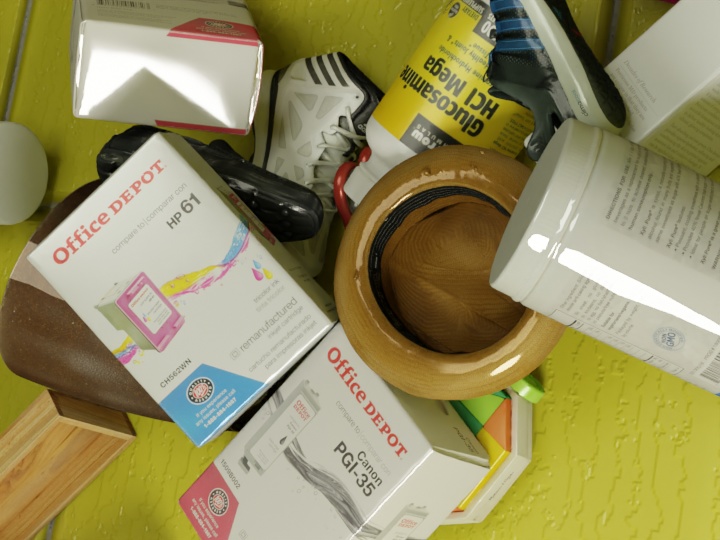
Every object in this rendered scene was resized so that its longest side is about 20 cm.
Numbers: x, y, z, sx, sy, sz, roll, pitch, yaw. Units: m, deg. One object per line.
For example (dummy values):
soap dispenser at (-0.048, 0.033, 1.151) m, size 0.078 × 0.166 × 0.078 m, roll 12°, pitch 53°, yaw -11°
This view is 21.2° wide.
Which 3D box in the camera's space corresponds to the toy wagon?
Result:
toy wagon at (0.047, 0.107, 1.494) m, size 0.155 × 0.040 × 0.200 m, roll -52°, pitch 53°, yaw 11°

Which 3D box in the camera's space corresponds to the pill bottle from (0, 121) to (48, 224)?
pill bottle at (-0.401, -0.095, 1.836) m, size 0.200 × 0.114 × 0.114 m, roll 3°, pitch 78°, yaw 37°

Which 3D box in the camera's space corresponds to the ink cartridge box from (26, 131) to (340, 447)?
ink cartridge box at (-0.133, 0.012, 1.471) m, size 0.145 × 0.085 × 0.200 m, roll -43°, pitch 86°, yaw 7°

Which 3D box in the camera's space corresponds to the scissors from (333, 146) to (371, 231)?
scissors at (0.000, 0.000, 1.570) m, size 0.014 × 0.073 × 0.200 m, roll 6°, pitch 104°, yaw 27°

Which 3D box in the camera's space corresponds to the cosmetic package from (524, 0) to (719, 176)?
cosmetic package at (0.229, -0.120, 1.391) m, size 0.200 × 0.101 × 0.071 m, roll -41°, pitch 56°, yaw 19°

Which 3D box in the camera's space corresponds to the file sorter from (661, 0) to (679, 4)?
file sorter at (0.233, -0.312, 1.392) m, size 0.125 × 0.139 × 0.200 m, roll 160°, pitch 120°, yaw -69°

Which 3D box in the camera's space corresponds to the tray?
tray at (-0.299, 0.187, 1.686) m, size 0.200 × 0.099 × 0.037 m, roll -44°, pitch 54°, yaw 17°

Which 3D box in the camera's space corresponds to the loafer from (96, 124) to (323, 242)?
loafer at (-0.117, -0.076, 1.554) m, size 0.200 × 0.068 × 0.070 m, roll 16°, pitch 51°, yaw 20°

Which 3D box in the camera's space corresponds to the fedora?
fedora at (0.079, 0.007, 1.420) m, size 0.200 × 0.082 × 0.201 m, roll -8°, pitch 72°, yaw 26°

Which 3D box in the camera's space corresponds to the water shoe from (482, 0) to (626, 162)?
water shoe at (0.114, -0.161, 1.378) m, size 0.079 × 0.071 × 0.200 m, roll -37°, pitch 57°, yaw 20°

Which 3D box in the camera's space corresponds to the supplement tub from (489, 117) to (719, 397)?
supplement tub at (0.202, -0.005, 1.290) m, size 0.200 × 0.132 × 0.132 m, roll 26°, pitch 93°, yaw -3°

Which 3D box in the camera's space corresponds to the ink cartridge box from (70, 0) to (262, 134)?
ink cartridge box at (-0.166, -0.187, 1.610) m, size 0.200 × 0.146 × 0.083 m, roll -113°, pitch 30°, yaw -67°

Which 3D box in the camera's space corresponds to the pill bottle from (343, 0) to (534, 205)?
pill bottle at (0.077, -0.121, 1.495) m, size 0.112 × 0.112 × 0.200 m, roll 42°, pitch 102°, yaw 37°

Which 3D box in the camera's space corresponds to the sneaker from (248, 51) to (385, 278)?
sneaker at (-0.030, -0.094, 1.588) m, size 0.115 × 0.076 × 0.201 m, roll -20°, pitch 63°, yaw 32°

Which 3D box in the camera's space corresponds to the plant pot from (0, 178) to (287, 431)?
plant pot at (-0.163, 0.049, 1.594) m, size 0.200 × 0.187 × 0.187 m, roll 27°, pitch 93°, yaw 22°

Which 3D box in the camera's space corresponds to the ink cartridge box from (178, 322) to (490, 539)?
ink cartridge box at (-0.022, 0.160, 1.451) m, size 0.200 × 0.083 × 0.147 m, roll -49°, pitch 53°, yaw 15°
